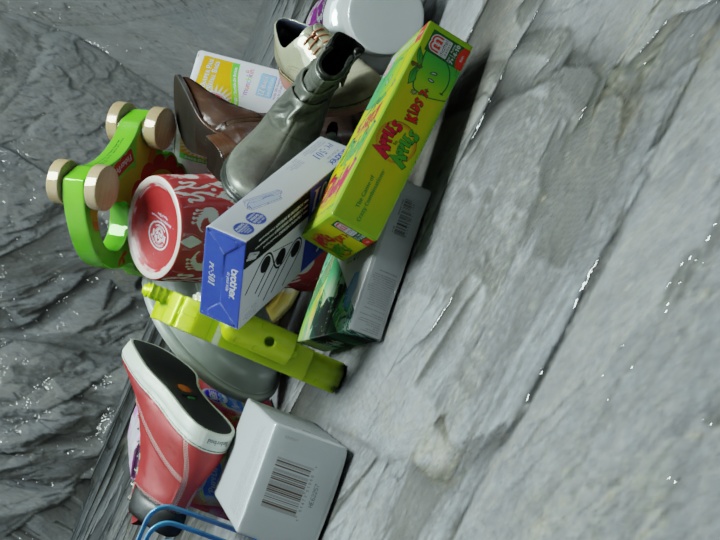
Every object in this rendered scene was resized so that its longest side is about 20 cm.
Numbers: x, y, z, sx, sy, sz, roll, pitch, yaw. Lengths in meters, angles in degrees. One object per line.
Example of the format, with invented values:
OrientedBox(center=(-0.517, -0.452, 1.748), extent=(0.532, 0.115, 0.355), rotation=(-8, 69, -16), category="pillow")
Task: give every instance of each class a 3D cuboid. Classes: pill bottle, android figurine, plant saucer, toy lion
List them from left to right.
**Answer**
OrientedBox(center=(-0.249, -0.070, 1.655), extent=(0.200, 0.068, 0.193), rotation=(-55, -34, -48), category="toy lion")
OrientedBox(center=(-0.149, 0.051, 1.666), extent=(0.050, 0.200, 0.200), rotation=(-40, 23, 21), category="plant saucer")
OrientedBox(center=(-0.114, 0.060, 1.434), extent=(0.041, 0.199, 0.182), rotation=(-66, 9, -5), category="android figurine")
OrientedBox(center=(0.007, -0.269, 1.676), extent=(0.200, 0.112, 0.113), rotation=(-172, 103, -78), category="pill bottle")

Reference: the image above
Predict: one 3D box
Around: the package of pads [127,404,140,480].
OrientedBox(center=(-0.216, 0.213, 1.821), extent=(0.200, 0.120, 0.076), rotation=(-145, 77, -78), category="package of pads")

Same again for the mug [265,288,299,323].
OrientedBox(center=(-0.155, 0.015, 1.855), extent=(0.187, 0.149, 0.153), rotation=(-62, 4, -3), category="mug")

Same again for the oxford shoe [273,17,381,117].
OrientedBox(center=(-0.040, -0.213, 1.584), extent=(0.071, 0.074, 0.200), rotation=(-34, 33, -20), category="oxford shoe")

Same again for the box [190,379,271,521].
OrientedBox(center=(-0.149, 0.185, 1.620), extent=(0.200, 0.099, 0.096), rotation=(-126, 58, -77), category="box")

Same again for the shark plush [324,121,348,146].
OrientedBox(center=(-0.018, -0.117, 1.537), extent=(0.200, 0.083, 0.091), rotation=(-49, -26, 17), category="shark plush")

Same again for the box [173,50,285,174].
OrientedBox(center=(-0.106, -0.157, 1.738), extent=(0.102, 0.199, 0.113), rotation=(106, 179, -57), category="box")

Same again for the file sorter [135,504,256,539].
OrientedBox(center=(-0.150, 0.310, 1.355), extent=(0.200, 0.122, 0.139), rotation=(-128, 61, -77), category="file sorter")

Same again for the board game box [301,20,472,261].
OrientedBox(center=(0.023, -0.113, 1.352), extent=(0.201, 0.047, 0.102), rotation=(-63, 11, -17), category="board game box")

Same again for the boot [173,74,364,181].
OrientedBox(center=(-0.087, -0.165, 1.643), extent=(0.187, 0.199, 0.064), rotation=(55, 149, 41), category="boot")

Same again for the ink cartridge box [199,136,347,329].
OrientedBox(center=(-0.072, -0.038, 1.381), extent=(0.200, 0.044, 0.094), rotation=(-45, -29, -49), category="ink cartridge box")

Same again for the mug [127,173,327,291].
OrientedBox(center=(-0.149, -0.039, 1.634), extent=(0.177, 0.199, 0.134), rotation=(-16, 79, 49), category="mug")

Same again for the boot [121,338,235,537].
OrientedBox(center=(-0.208, 0.167, 1.507), extent=(0.145, 0.072, 0.200), rotation=(-62, 38, 15), category="boot")

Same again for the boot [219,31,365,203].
OrientedBox(center=(-0.063, -0.149, 1.454), extent=(0.131, 0.068, 0.200), rotation=(-54, 7, 37), category="boot")

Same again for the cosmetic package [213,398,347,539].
OrientedBox(center=(-0.075, 0.181, 1.364), extent=(0.200, 0.074, 0.102), rotation=(-168, 99, -80), category="cosmetic package")

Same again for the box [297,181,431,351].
OrientedBox(center=(0.000, 0.000, 1.427), extent=(0.200, 0.036, 0.145), rotation=(155, 136, -74), category="box")
